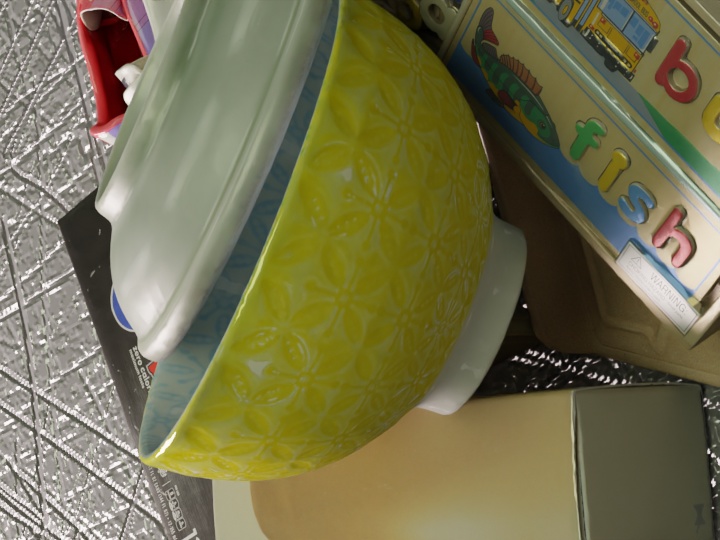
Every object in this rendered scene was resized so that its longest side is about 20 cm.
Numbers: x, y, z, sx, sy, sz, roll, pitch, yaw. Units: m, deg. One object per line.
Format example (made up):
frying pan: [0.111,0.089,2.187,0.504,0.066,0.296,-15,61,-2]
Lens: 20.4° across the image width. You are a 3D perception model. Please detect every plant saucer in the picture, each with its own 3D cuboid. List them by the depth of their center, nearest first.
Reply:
plant saucer: [-0.065,-0.064,0.807,0.200,0.050,0.200,-158,90,-79]

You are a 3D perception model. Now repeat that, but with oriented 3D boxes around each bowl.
bowl: [0.000,0.000,0.778,0.200,0.107,0.200,-158,90,-79]

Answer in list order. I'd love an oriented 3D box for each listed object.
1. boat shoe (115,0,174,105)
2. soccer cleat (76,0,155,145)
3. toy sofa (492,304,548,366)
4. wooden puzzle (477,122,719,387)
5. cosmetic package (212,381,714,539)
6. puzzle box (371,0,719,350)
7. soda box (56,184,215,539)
boat shoe: [-0.082,-0.092,0.965,0.070,0.071,0.200,-12,96,-3]
soccer cleat: [-0.114,-0.155,1.019,0.068,0.073,0.200,-14,80,39]
toy sofa: [0.004,-0.041,0.910,0.097,0.083,0.200,-27,72,35]
wooden puzzle: [0.132,-0.041,0.778,0.200,0.046,0.186,10,124,49]
cosmetic package: [0.040,0.090,0.863,0.200,0.105,0.071,-8,83,38]
puzzle box: [0.088,-0.079,0.737,0.200,0.025,0.133,48,146,15]
soda box: [-0.079,0.046,0.990,0.071,0.063,0.200,-35,68,34]
